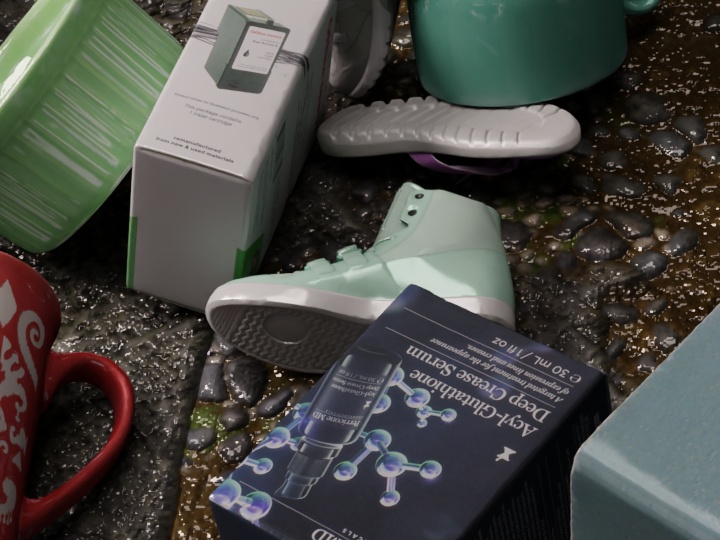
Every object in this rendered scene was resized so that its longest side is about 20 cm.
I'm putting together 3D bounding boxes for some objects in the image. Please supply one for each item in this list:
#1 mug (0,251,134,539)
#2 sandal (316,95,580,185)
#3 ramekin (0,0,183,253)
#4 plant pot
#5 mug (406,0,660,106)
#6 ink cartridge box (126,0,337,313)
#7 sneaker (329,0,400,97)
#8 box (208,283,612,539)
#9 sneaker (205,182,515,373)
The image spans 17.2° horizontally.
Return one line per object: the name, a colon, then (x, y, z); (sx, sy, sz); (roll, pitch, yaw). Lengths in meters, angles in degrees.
mug: (-0.242, 0.097, 1.491); (0.177, 0.134, 0.201); (-7, 48, 9)
sandal: (0.065, -0.088, 1.661); (0.202, 0.050, 0.082); (6, 31, 33)
ramekin: (-0.208, -0.108, 1.647); (0.200, 0.098, 0.200); (-47, 17, 20)
plant pot: (0.248, 0.146, 1.285); (0.200, 0.197, 0.196); (34, 60, 28)
mug: (0.115, -0.205, 1.692); (0.151, 0.115, 0.185); (6, 30, 30)
ink cartridge box: (-0.086, -0.091, 1.618); (0.084, 0.146, 0.200); (16, 48, 6)
sneaker: (-0.012, -0.203, 1.682); (0.082, 0.200, 0.075); (11, 53, 2)
box: (0.035, 0.129, 1.405); (0.148, 0.107, 0.200); (24, 56, 32)
sneaker: (0.000, 0.000, 1.564); (0.199, 0.074, 0.119); (1, 51, 1)
